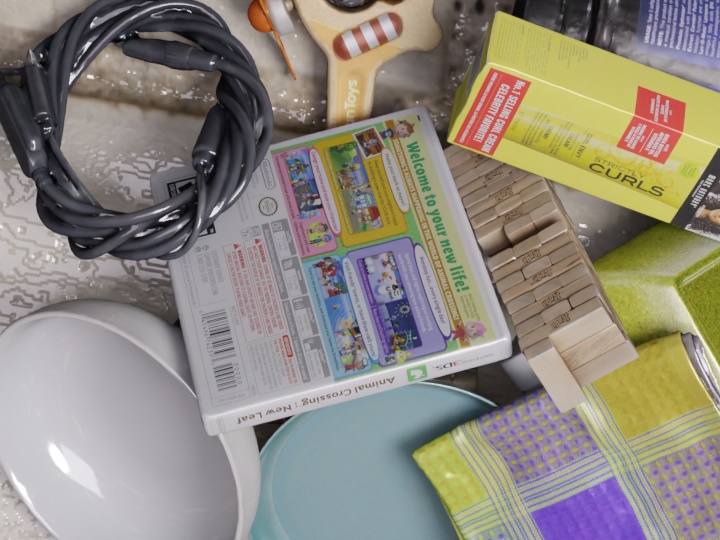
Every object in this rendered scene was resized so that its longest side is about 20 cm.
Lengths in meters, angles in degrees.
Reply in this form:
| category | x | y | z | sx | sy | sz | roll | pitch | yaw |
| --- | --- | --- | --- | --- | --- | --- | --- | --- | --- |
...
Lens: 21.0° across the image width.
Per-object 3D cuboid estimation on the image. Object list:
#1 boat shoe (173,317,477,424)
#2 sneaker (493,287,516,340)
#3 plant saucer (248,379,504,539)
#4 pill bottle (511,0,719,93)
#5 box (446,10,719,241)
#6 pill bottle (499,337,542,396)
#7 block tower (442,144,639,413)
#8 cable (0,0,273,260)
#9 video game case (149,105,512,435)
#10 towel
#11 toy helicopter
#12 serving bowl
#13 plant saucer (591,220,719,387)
| category | x | y | z | sx | sy | sz | roll | pitch | yaw |
| --- | --- | --- | --- | --- | --- | --- | --- | --- | --- |
| boat shoe | -0.025 | 0.070 | 1.248 | 0.199 | 0.076 | 0.074 | 7 | 121 | 1 |
| sneaker | 0.000 | -0.001 | 1.216 | 0.199 | 0.112 | 0.077 | 1 | 134 | 4 |
| plant saucer | 0.025 | 0.144 | 1.235 | 0.199 | 0.027 | 0.201 | -1 | 123 | -1 |
| pill bottle | 0.193 | -0.130 | 1.215 | 0.199 | 0.112 | 0.112 | 12 | 94 | -2 |
| box | 0.157 | -0.082 | 1.153 | 0.199 | 0.050 | 0.075 | 21 | 137 | -7 |
| pill bottle | 0.179 | 0.112 | 1.232 | 0.111 | 0.111 | 0.200 | -38 | 94 | 1 |
| block tower | 0.106 | -0.009 | 1.159 | 0.058 | 0.200 | 0.054 | -29 | 131 | 11 |
| cable | -0.133 | -0.087 | 1.202 | 0.163 | 0.051 | 0.200 | -23 | 56 | -13 |
| video game case | -0.023 | -0.005 | 1.156 | 0.181 | 0.201 | 0.022 | -15 | 139 | -3 |
| towel | 0.144 | 0.131 | 1.164 | 0.199 | 0.023 | 0.144 | -24 | 98 | 22 |
| toy helicopter | -0.014 | -0.140 | 1.230 | 0.132 | 0.079 | 0.201 | 2 | 106 | -8 |
| serving bowl | -0.139 | 0.100 | 1.211 | 0.199 | 0.066 | 0.201 | 18 | 126 | 27 |
| plant saucer | 0.257 | 0.044 | 1.203 | 0.199 | 0.048 | 0.201 | -29 | 88 | -33 |
